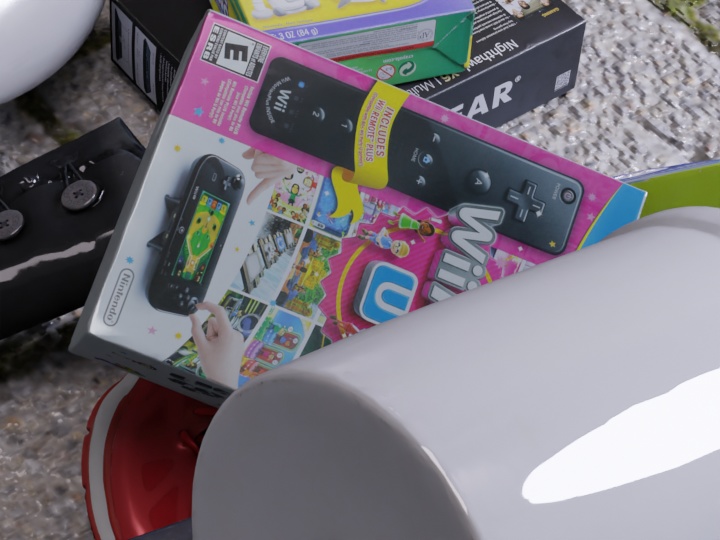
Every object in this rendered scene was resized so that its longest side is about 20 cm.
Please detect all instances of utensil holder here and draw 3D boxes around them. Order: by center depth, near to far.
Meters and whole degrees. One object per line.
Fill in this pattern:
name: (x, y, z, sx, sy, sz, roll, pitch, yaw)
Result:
utensil holder: (0.065, 0.081, 0.757, 0.200, 0.170, 0.170, -17, 49, -38)

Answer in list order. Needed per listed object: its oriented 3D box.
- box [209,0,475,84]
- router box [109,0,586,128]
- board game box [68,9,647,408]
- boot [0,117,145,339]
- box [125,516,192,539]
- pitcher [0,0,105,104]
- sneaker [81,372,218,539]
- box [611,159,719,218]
box: (-0.028, -0.175, 1.131, 0.117, 0.048, 0.200, -12, 49, -16)
router box: (-0.007, -0.121, 1.150, 0.200, 0.052, 0.157, -27, 55, -25)
board game box: (0.000, 0.000, 0.905, 0.200, 0.064, 0.148, 22, 75, -10)
boot: (-0.165, 0.025, 0.980, 0.200, 0.066, 0.165, -21, 51, -11)
box: (-0.077, 0.215, 0.792, 0.200, 0.123, 0.198, -17, 50, -20)
pitcher: (-0.225, -0.143, 1.094, 0.171, 0.121, 0.200, 29, 44, -2)
sneaker: (-0.050, 0.047, 0.943, 0.078, 0.115, 0.200, 35, 40, -30)
box: (0.182, -0.032, 1.012, 0.122, 0.200, 0.048, -11, 91, -26)
